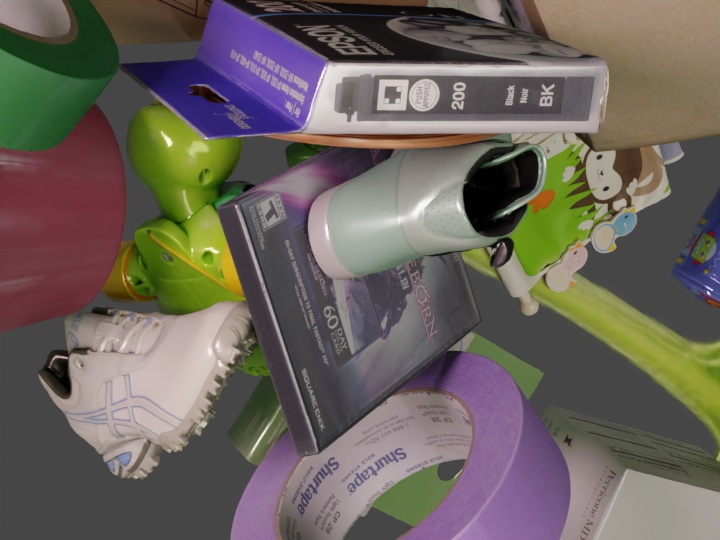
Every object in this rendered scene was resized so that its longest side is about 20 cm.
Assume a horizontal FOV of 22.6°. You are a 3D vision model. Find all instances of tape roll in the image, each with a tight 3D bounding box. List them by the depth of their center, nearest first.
[{"bbox_3d":[-0.209,-0.141,0.862,0.200,0.201,0.048,31,109,-33],"label":"tape roll"},{"bbox_3d":[0.022,0.141,1.070,0.200,0.200,0.066,-40,120,-8],"label":"tape roll"}]

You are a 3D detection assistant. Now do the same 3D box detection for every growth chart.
[{"bbox_3d":[0.155,-0.074,1.217,0.200,0.018,0.145,-43,123,-5],"label":"growth chart"}]

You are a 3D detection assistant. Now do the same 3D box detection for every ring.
[{"bbox_3d":[-0.010,-0.102,1.010,0.199,0.200,0.019,-5,111,-25],"label":"ring"}]

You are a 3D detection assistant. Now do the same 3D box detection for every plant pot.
[{"bbox_3d":[-0.231,-0.039,0.940,0.178,0.200,0.201,-1,111,-43],"label":"plant pot"},{"bbox_3d":[0.178,-0.180,1.082,0.176,0.200,0.201,-26,111,0],"label":"plant pot"}]

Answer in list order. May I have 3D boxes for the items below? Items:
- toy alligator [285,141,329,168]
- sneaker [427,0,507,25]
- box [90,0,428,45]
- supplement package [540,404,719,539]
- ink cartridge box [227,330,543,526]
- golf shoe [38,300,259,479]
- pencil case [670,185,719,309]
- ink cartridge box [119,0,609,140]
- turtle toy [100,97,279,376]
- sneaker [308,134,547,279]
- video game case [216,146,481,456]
[{"bbox_3d":[0.003,-0.034,1.128,0.054,0.059,0.200,-39,122,-9],"label":"toy alligator"},{"bbox_3d":[0.033,-0.179,1.093,0.082,0.075,0.201,-23,117,4],"label":"sneaker"},{"bbox_3d":[-0.054,-0.165,0.972,0.199,0.164,0.021,-4,73,-9],"label":"box"},{"bbox_3d":[0.178,0.221,1.290,0.155,0.111,0.201,17,101,-31],"label":"supplement package"},{"bbox_3d":[0.029,0.095,1.201,0.200,0.048,0.146,30,93,-30],"label":"ink cartridge box"},{"bbox_3d":[-0.128,0.055,1.028,0.097,0.200,0.078,39,53,-9],"label":"golf shoe"},{"bbox_3d":[0.299,-0.059,1.261,0.087,0.078,0.201,27,96,-35],"label":"pencil case"},{"bbox_3d":[-0.007,-0.104,0.910,0.199,0.198,0.044,-3,107,-20],"label":"ink cartridge box"},{"bbox_3d":[-0.076,-0.015,1.059,0.200,0.145,0.101,55,49,-33],"label":"turtle toy"},{"bbox_3d":[0.069,-0.050,1.021,0.200,0.118,0.074,-38,114,-52],"label":"sneaker"},{"bbox_3d":[0.000,0.000,1.030,0.200,0.019,0.144,-33,109,-53],"label":"video game case"}]
